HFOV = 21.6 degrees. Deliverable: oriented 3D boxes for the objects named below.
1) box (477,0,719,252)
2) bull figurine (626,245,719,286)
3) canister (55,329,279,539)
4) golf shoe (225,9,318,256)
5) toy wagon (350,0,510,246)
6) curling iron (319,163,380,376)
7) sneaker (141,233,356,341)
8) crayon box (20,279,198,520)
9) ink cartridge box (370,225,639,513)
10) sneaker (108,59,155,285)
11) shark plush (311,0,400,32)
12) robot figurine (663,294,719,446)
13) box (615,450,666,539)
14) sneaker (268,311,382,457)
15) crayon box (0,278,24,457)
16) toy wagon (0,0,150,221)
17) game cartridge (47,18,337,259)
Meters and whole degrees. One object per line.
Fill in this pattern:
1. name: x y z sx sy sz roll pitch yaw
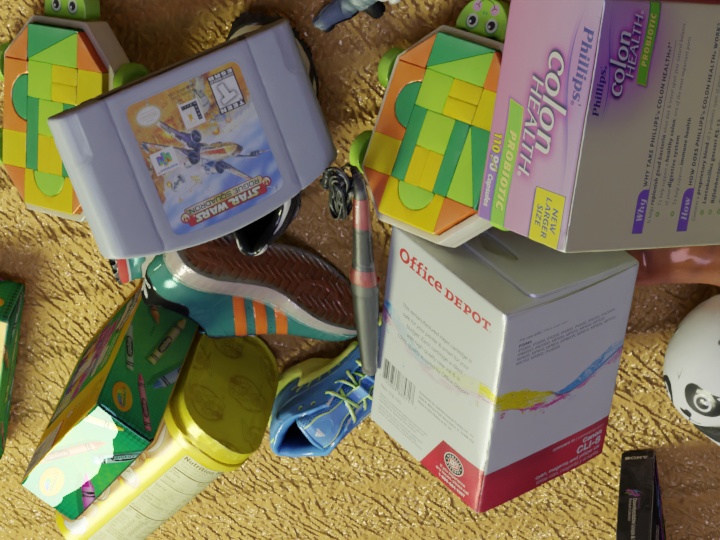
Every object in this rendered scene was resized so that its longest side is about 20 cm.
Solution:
1. box: 0.199 -0.112 1.348 0.200 0.097 0.177 -4 109 -37
2. bull figurine: 0.272 -0.033 1.504 0.199 0.065 0.122 -6 117 5
3. canister: -0.171 0.151 1.649 0.086 0.149 0.200 38 123 -17
4. golf shoe: -0.075 -0.103 1.491 0.077 0.095 0.201 3 123 8
5. toy wagon: 0.073 -0.124 1.422 0.155 0.040 0.201 24 99 38
6. curling iron: 0.000 0.000 1.480 0.025 0.050 0.200 -21 125 -16
7. sneaker: -0.090 0.022 1.578 0.200 0.072 0.080 20 137 -30
8. crayon box: -0.204 0.100 1.585 0.058 0.200 0.119 37 122 -14
9. ink cartridge box: 0.112 0.056 1.509 0.144 0.145 0.200 -20 133 -31
10. sneaker: -0.165 -0.083 1.546 0.093 0.070 0.200 -6 121 -14
11. shark plush: 0.029 -0.252 1.412 0.083 0.091 0.200 44 143 1
12. robot figurine: 0.337 0.103 1.542 0.200 0.125 0.150 35 127 -25
13. box: 0.253 0.281 1.676 0.036 0.143 0.201 -3 123 12
14. sneaker: 0.000 0.106 1.616 0.200 0.105 0.076 -32 115 27
15. crayon box: -0.372 0.092 1.683 0.118 0.058 0.200 14 125 -1
16. toy wagon: -0.229 -0.143 1.472 0.155 0.040 0.201 13 107 38
17. game cartridge: -0.120 -0.092 1.425 0.200 0.042 0.134 -26 102 -16
